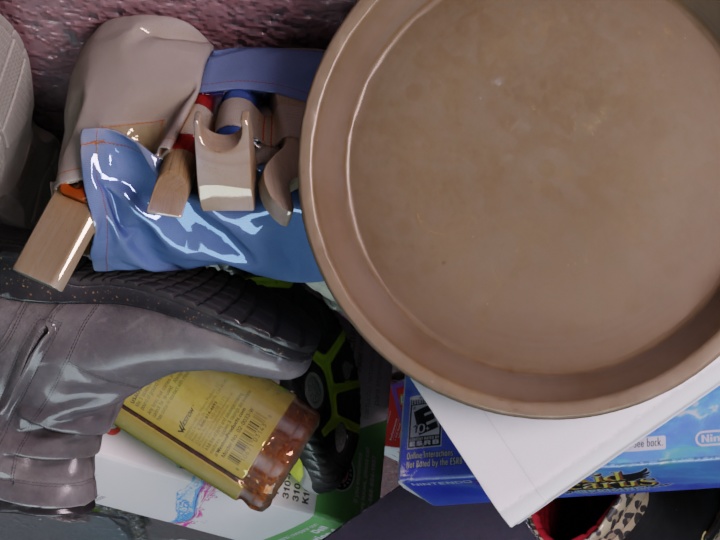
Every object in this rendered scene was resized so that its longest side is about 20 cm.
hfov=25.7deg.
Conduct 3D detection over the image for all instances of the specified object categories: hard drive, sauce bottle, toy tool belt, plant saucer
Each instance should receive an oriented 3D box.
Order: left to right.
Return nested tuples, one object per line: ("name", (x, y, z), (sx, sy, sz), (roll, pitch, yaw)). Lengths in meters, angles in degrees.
("sauce bottle", (-0.118, 0.048, 0.820), (0.200, 0.066, 0.066), (34, 152, 1))
("toy tool belt", (-0.047, -0.037, 0.703), (0.199, 0.123, 0.125), (1, 140, 11))
("plant saucer", (0.074, -0.042, 0.626), (0.199, 0.201, 0.029), (1, 179, 9))
("hard drive", (0.107, -0.005, 0.654), (0.200, 0.132, 0.026), (-37, 166, 12))

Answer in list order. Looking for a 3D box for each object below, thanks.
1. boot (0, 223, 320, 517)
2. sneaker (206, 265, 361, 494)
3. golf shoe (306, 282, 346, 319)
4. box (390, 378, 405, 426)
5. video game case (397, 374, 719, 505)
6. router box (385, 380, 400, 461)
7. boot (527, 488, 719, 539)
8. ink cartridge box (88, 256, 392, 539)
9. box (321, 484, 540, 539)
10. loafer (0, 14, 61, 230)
("boot", (-0.123, 0.059, 0.766), (0.199, 0.132, 0.070), (13, -167, 10))
("sneaker", (-0.063, 0.038, 0.876), (0.076, 0.075, 0.201), (-14, 112, 29))
("golf shoe", (0.000, 0.000, 0.854), (0.091, 0.076, 0.200), (-14, 147, 42))
("box", (0.132, 0.051, 0.866), (0.137, 0.039, 0.200), (-19, 174, 41))
("video game case", (0.117, 0.007, 0.712), (0.199, 0.182, 0.045), (-8, 153, 26))
("router box", (0.132, 0.135, 1.083), (0.179, 0.049, 0.200), (2, 159, 44))
("boot", (0.175, 0.113, 0.923), (0.073, 0.204, 0.154), (22, 159, 34))
("ink cartridge box", (-0.087, 0.074, 0.939), (0.199, 0.145, 0.084), (20, 151, -27))
("box", (0.072, 0.211, 0.880), (0.104, 0.182, 0.200), (-33, 164, -6))
("loafer", (-0.192, -0.067, 0.764), (0.063, 0.072, 0.200), (14, 159, 8))
